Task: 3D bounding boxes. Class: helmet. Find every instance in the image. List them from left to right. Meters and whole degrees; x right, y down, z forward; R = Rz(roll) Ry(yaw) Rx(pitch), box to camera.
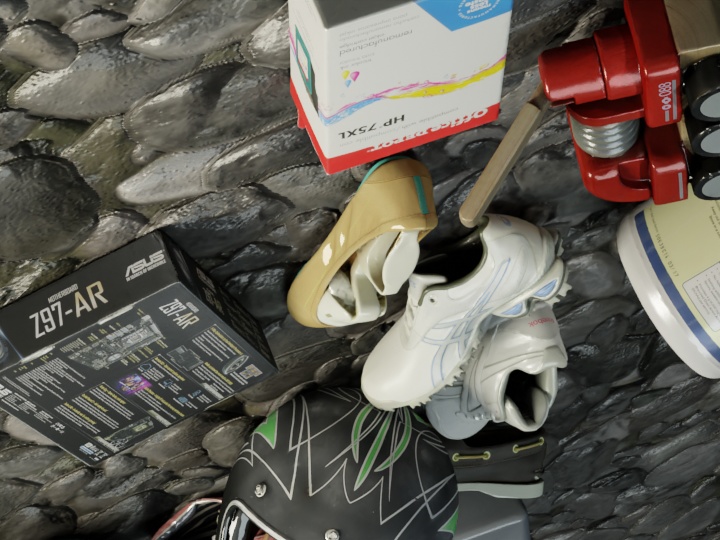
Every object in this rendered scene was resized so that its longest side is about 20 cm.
[{"bbox_3d":[-0.015,0.185,1.730,0.200,0.200,0.191,-6,139,-32],"label":"helmet"}]

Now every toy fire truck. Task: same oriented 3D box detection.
[{"bbox_3d":[0.155,-0.091,1.449,0.200,0.129,0.176,-12,155,4],"label":"toy fire truck"}]

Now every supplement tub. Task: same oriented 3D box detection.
[{"bbox_3d":[0.306,-0.027,1.644,0.200,0.145,0.145,-33,153,20],"label":"supplement tub"}]

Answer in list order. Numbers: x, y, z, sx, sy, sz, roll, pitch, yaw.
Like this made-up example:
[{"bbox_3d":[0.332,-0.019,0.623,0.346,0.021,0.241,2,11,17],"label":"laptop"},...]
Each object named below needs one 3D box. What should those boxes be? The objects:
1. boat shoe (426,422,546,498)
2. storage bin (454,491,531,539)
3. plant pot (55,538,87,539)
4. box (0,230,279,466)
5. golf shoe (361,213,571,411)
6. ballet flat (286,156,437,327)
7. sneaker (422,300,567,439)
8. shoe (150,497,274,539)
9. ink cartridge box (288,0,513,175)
[{"bbox_3d":[0.070,0.157,1.903,0.201,0.061,0.072,5,-172,-31],"label":"boat shoe"},{"bbox_3d":[0.068,0.256,2.014,0.200,0.146,0.134,-18,144,-10],"label":"storage bin"},{"bbox_3d":[-0.231,0.298,1.810,0.200,0.200,0.135,4,110,-43],"label":"plant pot"},{"bbox_3d":[-0.164,0.058,1.539,0.160,0.044,0.200,-27,154,8],"label":"box"},{"bbox_3d":[0.056,0.023,1.644,0.097,0.078,0.200,28,121,-37],"label":"golf shoe"},{"bbox_3d":[0.000,0.000,1.540,0.069,0.063,0.200,-9,151,-26],"label":"ballet flat"},{"bbox_3d":[0.106,0.094,1.761,0.078,0.100,0.200,-11,152,-23],"label":"sneaker"},{"bbox_3d":[-0.079,0.219,1.880,0.200,0.072,0.091,-20,160,4],"label":"shoe"},{"bbox_3d":[0.022,-0.128,1.309,0.116,0.067,0.200,-19,154,-9],"label":"ink cartridge box"}]
